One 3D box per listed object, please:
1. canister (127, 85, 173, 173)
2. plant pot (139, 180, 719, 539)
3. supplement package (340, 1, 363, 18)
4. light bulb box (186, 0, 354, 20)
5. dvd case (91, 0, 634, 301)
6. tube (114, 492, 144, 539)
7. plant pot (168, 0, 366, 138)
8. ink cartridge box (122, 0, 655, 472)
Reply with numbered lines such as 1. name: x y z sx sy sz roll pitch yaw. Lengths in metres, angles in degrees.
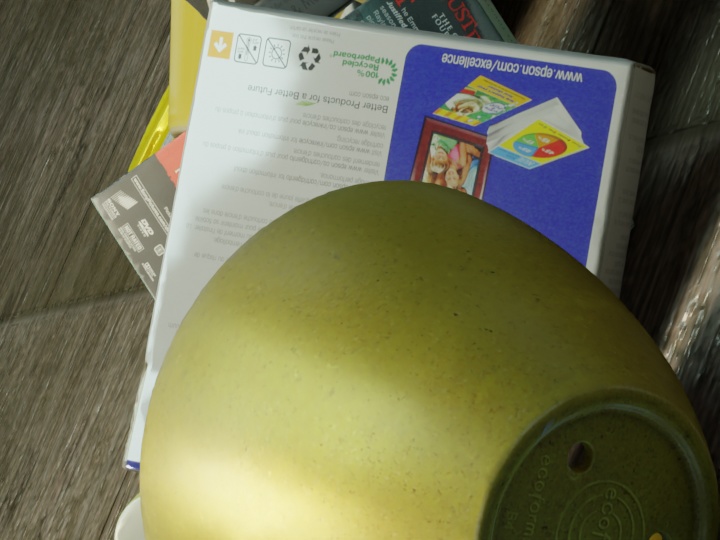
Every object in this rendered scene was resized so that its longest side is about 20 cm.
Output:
1. canister: -0.068 -0.057 1.729 0.149 0.086 0.200 -61 18 10
2. plant pot: 0.042 0.078 1.028 0.142 0.199 0.201 18 82 57
3. supplement package: 0.000 0.000 1.365 0.201 0.117 0.117 -59 16 18
4. light bulb box: -0.002 -0.228 1.294 0.198 0.125 0.201 -33 26 31
5. dvd case: -0.002 -0.025 1.271 0.200 0.146 0.022 -35 -3 21
6. tube: -0.089 0.121 1.552 0.058 0.052 0.200 -22 5 9
7. plant pot: -0.019 -0.148 1.536 0.201 0.200 0.190 180 104 -72
8. ink cartridge box: 0.011 0.001 1.209 0.047 0.196 0.201 6 -86 -65
